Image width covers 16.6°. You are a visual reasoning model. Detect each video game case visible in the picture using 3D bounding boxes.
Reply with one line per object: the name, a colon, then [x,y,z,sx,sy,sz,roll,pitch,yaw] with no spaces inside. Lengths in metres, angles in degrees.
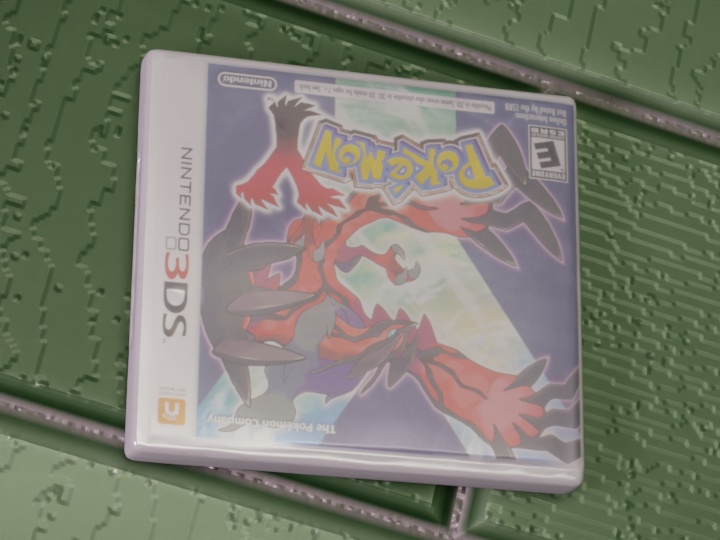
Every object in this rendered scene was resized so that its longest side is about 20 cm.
video game case: [0.000,0.000,1.070,0.199,0.023,0.183,6,70,-14]
